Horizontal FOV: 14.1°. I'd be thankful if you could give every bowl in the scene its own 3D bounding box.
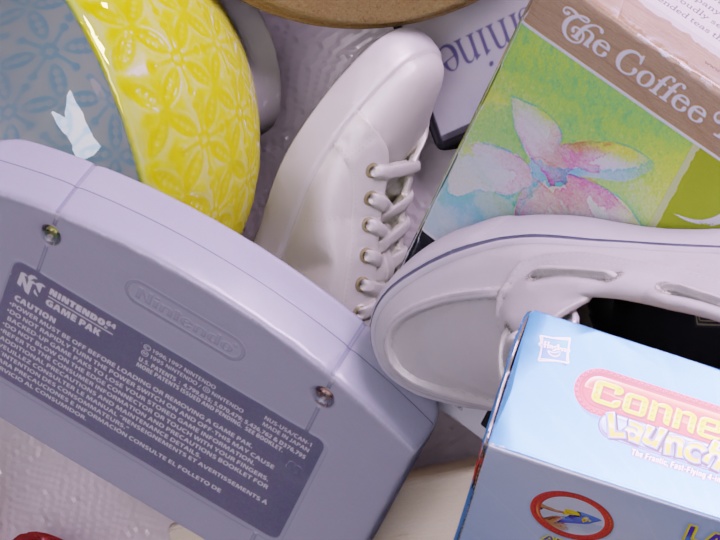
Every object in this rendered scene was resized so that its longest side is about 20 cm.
[{"bbox_3d":[-0.097,-0.073,1.187,0.107,0.200,0.201,-25,83,-29],"label":"bowl"}]

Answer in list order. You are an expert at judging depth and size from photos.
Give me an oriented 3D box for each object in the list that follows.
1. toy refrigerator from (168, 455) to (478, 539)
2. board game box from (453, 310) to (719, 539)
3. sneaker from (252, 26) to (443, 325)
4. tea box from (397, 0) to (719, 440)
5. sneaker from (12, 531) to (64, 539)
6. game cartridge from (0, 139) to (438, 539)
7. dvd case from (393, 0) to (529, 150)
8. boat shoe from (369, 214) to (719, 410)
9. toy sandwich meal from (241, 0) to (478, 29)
[{"bbox_3d":[0.031,0.115,1.186,0.199,0.076,0.070,-13,88,15],"label":"toy refrigerator"},{"bbox_3d":[0.126,0.116,0.986,0.199,0.196,0.056,18,55,3],"label":"board game box"},{"bbox_3d":[0.000,0.000,1.192,0.085,0.073,0.200,34,112,21],"label":"sneaker"},{"bbox_3d":[0.139,-0.007,1.066,0.200,0.134,0.197,35,129,13],"label":"tea box"},{"bbox_3d":[-0.112,0.216,1.228,0.115,0.078,0.200,-42,80,11],"label":"sneaker"},{"bbox_3d":[-0.072,0.035,1.107,0.200,0.041,0.133,31,141,3],"label":"game cartridge"},{"bbox_3d":[0.055,-0.165,1.177,0.142,0.018,0.201,-23,84,34],"label":"dvd case"},{"bbox_3d":[0.077,0.022,0.991,0.200,0.065,0.074,-8,110,38],"label":"boat shoe"},{"bbox_3d":[-0.001,-0.185,1.119,0.204,0.070,0.206,-5,130,-6],"label":"toy sandwich meal"}]
